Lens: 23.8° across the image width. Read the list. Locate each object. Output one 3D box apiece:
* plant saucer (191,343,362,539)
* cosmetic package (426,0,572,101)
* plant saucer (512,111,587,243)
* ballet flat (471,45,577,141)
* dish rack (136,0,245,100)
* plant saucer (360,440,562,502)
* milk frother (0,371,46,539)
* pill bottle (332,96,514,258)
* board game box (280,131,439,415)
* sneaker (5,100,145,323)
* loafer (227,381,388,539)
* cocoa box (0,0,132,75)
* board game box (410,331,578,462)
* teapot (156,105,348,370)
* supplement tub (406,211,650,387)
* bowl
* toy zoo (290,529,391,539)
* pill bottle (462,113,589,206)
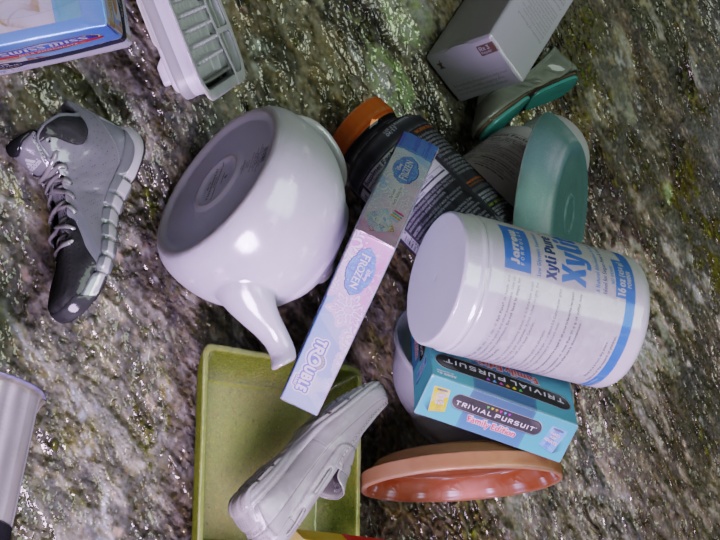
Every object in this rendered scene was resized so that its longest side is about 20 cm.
[{"bbox_3d":[-0.086,0.182,1.601,0.198,0.048,0.203,12,74,-42],"label":"plant saucer"},{"bbox_3d":[0.166,-0.284,1.899,0.074,0.101,0.201,49,53,-24],"label":"cosmetic package"},{"bbox_3d":[0.197,-0.058,1.732,0.200,0.036,0.203,7,90,-71],"label":"plant saucer"},{"bbox_3d":[0.171,-0.203,1.926,0.064,0.067,0.199,49,46,10],"label":"ballet flat"},{"bbox_3d":[-0.166,-0.238,1.552,0.200,0.043,0.173,-67,137,-76],"label":"dish rack"},{"bbox_3d":[0.098,0.196,1.672,0.199,0.199,0.033,13,68,-42],"label":"plant saucer"},{"bbox_3d":[-0.316,0.159,1.277,0.179,0.199,0.190,22,67,-35],"label":"milk frother"},{"bbox_3d":[0.060,-0.083,1.713,0.200,0.107,0.106,46,46,14],"label":"pill bottle"},{"bbox_3d":[0.000,0.000,1.585,0.043,0.201,0.200,24,32,-1],"label":"board game box"},{"bbox_3d":[-0.263,-0.059,1.467,0.115,0.075,0.202,33,51,-30],"label":"sneaker"},{"bbox_3d":[-0.038,0.178,1.565,0.070,0.070,0.200,51,59,-6],"label":"loafer"},{"bbox_3d":[-0.278,-0.277,1.409,0.132,0.131,0.202,-11,90,0],"label":"cocoa box"},{"bbox_3d":[0.126,0.090,1.664,0.150,0.047,0.201,19,26,-10],"label":"board game box"},{"bbox_3d":[-0.079,-0.043,1.554,0.146,0.197,0.201,37,91,-28],"label":"teapot"},{"bbox_3d":[0.158,0.029,1.602,0.198,0.132,0.133,14,72,-21],"label":"supplement tub"},{"bbox_3d":[0.111,0.126,1.747,0.199,0.091,0.202,19,31,-12],"label":"bowl"},{"bbox_3d":[-0.034,0.308,1.598,0.199,0.020,0.132,15,105,-43],"label":"toy zoo"},{"bbox_3d":[0.162,-0.092,1.848,0.200,0.114,0.115,-37,108,-44],"label":"pill bottle"}]
